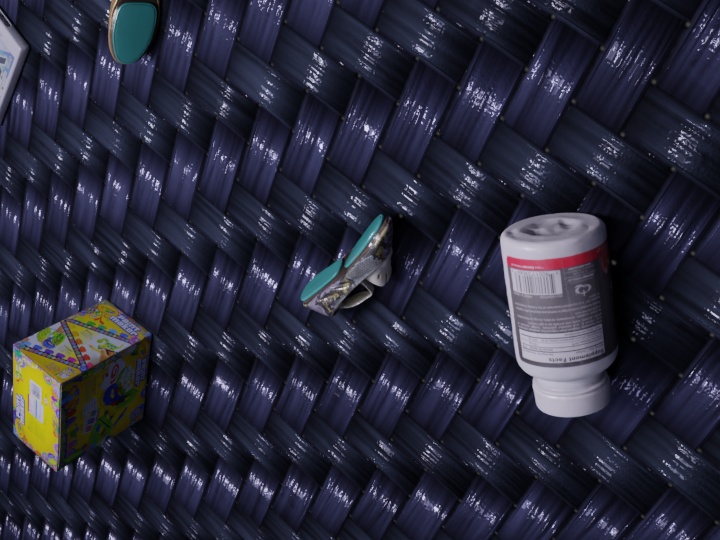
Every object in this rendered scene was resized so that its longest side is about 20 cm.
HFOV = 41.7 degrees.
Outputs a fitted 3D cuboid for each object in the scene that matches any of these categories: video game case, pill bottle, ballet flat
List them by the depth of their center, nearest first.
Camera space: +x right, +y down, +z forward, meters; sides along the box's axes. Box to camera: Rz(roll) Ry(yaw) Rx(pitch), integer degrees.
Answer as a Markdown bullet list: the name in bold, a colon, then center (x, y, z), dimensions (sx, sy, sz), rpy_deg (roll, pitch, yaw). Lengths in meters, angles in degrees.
- **pill bottle**: center (0.214, 0.048, 1.003), dimensions (0.110, 0.110, 0.202), rpy_deg (4, 113, 39)
- **ballet flat**: center (0.000, 0.000, 1.203), dimensions (0.072, 0.072, 0.200), rpy_deg (54, 134, 6)
- **ballet flat**: center (-0.305, -0.379, 1.282), dimensions (0.063, 0.068, 0.201), rpy_deg (60, 139, 41)
- **video game case**: center (-0.637, -0.370, 1.582), dimensions (0.183, 0.022, 0.200), rpy_deg (51, 134, 9)

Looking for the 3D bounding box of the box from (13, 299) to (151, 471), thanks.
- **box**: center (-0.468, 0.191, 1.591), dimensions (0.122, 0.192, 0.201), rpy_deg (32, 127, 24)
